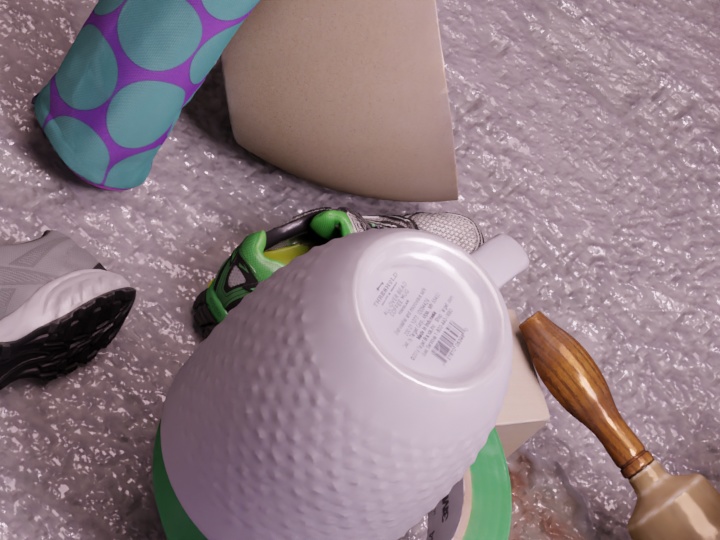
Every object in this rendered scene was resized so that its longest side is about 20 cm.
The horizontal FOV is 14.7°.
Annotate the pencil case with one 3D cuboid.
[{"bbox_3d":[-0.115,-0.146,1.648,0.085,0.200,0.092,40,27,4],"label":"pencil case"}]

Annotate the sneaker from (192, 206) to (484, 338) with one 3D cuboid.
[{"bbox_3d":[0.000,0.000,1.678,0.199,0.085,0.078,-15,64,-37],"label":"sneaker"}]

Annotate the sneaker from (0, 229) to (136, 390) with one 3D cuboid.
[{"bbox_3d":[-0.220,0.031,1.550,0.079,0.074,0.200,45,40,22],"label":"sneaker"}]

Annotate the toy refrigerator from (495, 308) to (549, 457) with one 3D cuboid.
[{"bbox_3d":[0.004,0.076,1.634,0.199,0.070,0.076,-5,65,-31],"label":"toy refrigerator"}]

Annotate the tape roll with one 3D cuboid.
[{"bbox_3d":[-0.014,0.115,1.526,0.199,0.048,0.202,13,58,-22],"label":"tape roll"}]

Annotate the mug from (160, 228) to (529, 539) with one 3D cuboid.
[{"bbox_3d":[0.013,0.046,1.438,0.148,0.175,0.200,48,51,4],"label":"mug"}]

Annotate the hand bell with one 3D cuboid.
[{"bbox_3d":[0.160,0.108,1.648,0.104,0.104,0.201,-31,83,-41],"label":"hand bell"}]

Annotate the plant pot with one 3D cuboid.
[{"bbox_3d":[-0.018,-0.133,1.720,0.133,0.201,0.201,-8,55,0],"label":"plant pot"}]
